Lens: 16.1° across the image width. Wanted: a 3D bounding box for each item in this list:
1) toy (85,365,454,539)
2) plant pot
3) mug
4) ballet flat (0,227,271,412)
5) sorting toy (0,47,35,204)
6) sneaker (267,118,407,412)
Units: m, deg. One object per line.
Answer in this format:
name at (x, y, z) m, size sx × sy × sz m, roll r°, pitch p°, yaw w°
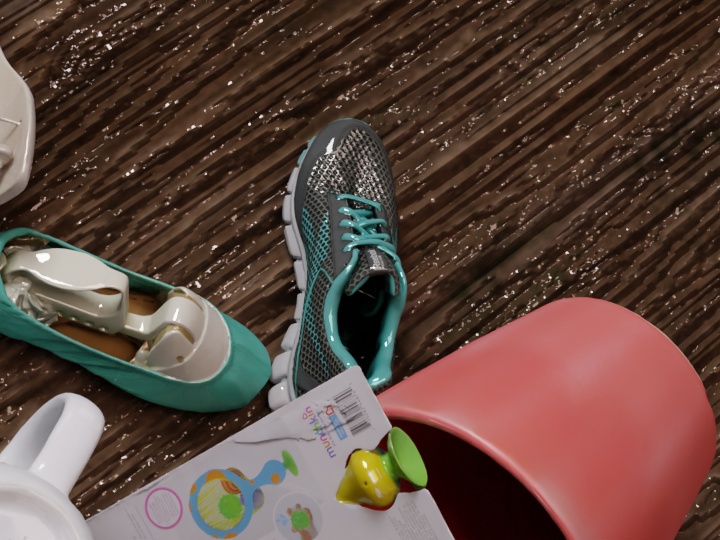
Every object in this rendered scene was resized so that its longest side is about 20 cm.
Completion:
toy at (-0.048, 0.144, 1.400) m, size 0.116 × 0.199 × 0.047 m, roll 60°, pitch 24°, yaw 3°
plant pot at (0.101, 0.120, 1.464) m, size 0.201 × 0.200 × 0.177 m, roll 52°, pitch 49°, yaw -2°
mug at (-0.194, 0.148, 1.307) m, size 0.147 × 0.175 × 0.201 m, roll 36°, pitch 62°, yaw -11°
ballet flat at (-0.132, 0.029, 1.437) m, size 0.199 × 0.070 × 0.068 m, roll 20°, pitch 65°, yaw -19°
sorting toy at (-0.279, -0.130, 1.409) m, size 0.199 × 0.107 × 0.181 m, roll 17°, pitch 60°, yaw -20°
sneaker at (0.000, 0.000, 1.499) m, size 0.077 × 0.091 × 0.201 m, roll 11°, pitch 69°, yaw -23°
